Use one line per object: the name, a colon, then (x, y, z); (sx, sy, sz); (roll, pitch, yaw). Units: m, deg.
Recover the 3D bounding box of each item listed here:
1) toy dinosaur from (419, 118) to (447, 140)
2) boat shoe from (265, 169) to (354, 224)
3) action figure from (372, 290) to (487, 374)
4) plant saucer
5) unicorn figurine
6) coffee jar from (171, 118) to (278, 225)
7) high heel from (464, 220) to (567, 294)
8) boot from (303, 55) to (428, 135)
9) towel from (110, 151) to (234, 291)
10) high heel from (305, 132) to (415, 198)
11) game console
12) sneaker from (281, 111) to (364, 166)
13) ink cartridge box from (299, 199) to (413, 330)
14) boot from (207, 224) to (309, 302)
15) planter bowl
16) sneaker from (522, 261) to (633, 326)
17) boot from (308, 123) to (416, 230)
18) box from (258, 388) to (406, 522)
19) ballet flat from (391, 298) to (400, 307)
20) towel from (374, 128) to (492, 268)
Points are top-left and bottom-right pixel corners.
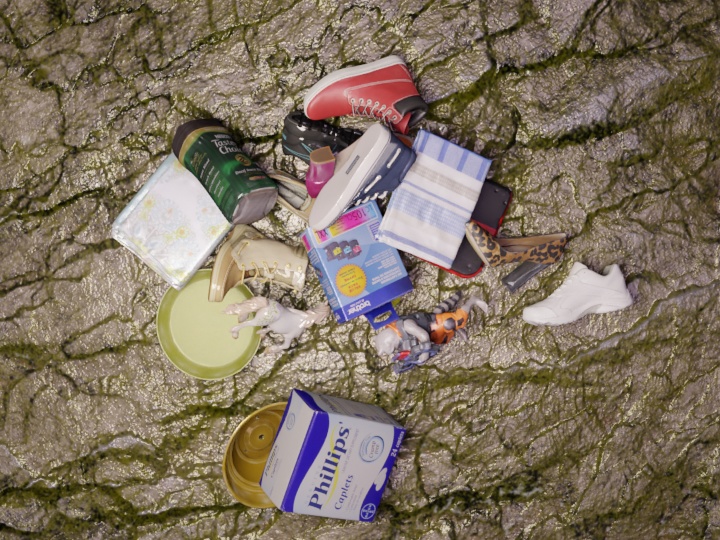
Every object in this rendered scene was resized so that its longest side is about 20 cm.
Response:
toy dinosaur: (0.133, -0.148, 1.403); (0.100, 0.077, 0.204); (16, 95, 12)
boat shoe: (-0.088, -0.115, 1.427); (0.197, 0.076, 0.073); (23, 94, 0)
action figure: (0.105, 0.111, 1.411); (0.190, 0.200, 0.106); (-13, 76, -24)
plant saucer: (-0.274, 0.098, 1.480); (0.195, 0.031, 0.205); (0, 94, 3)
unicorn figurine: (-0.137, 0.087, 1.409); (0.136, 0.199, 0.075); (-31, 68, 25)
coffee jar: (-0.235, -0.175, 1.387); (0.200, 0.103, 0.086); (47, 126, 21)
high heel: (0.267, -0.060, 1.385); (0.142, 0.072, 0.200); (-40, 130, 9)
boot: (0.010, -0.274, 1.370); (0.197, 0.073, 0.146); (-21, 60, -5)
towel: (-0.326, -0.091, 1.444); (0.171, 0.048, 0.201); (40, 85, -2)
high heel: (0.002, -0.174, 1.376); (0.197, 0.097, 0.068); (-18, 59, -18)
game console: (0.152, -0.098, 1.444); (0.197, 0.031, 0.180); (23, 90, 0)
sneaker: (-0.047, -0.214, 1.431); (0.197, 0.076, 0.080); (21, 124, -5)
ink cartridge box: (0.000, 0.000, 1.374); (0.135, 0.076, 0.203); (-24, 90, -14)
boot: (-0.171, 0.003, 1.391); (0.153, 0.201, 0.074); (20, 123, -2)
planter bowl: (-0.166, 0.315, 1.450); (0.197, 0.083, 0.205); (-9, 110, -26)
sneaker: (0.374, 0.039, 1.426); (0.196, 0.078, 0.101); (-14, 88, -5)
boot: (0.006, -0.133, 1.309); (0.090, 0.073, 0.201); (30, 107, -33)
box: (-0.048, 0.325, 1.409); (0.197, 0.105, 0.187); (17, 97, -32)
ballet flat: (-0.016, 0.008, 1.433); (0.198, 0.067, 0.067); (34, 53, -3)
towel: (0.124, -0.118, 1.349); (0.145, 0.024, 0.203); (22, 91, -13)
